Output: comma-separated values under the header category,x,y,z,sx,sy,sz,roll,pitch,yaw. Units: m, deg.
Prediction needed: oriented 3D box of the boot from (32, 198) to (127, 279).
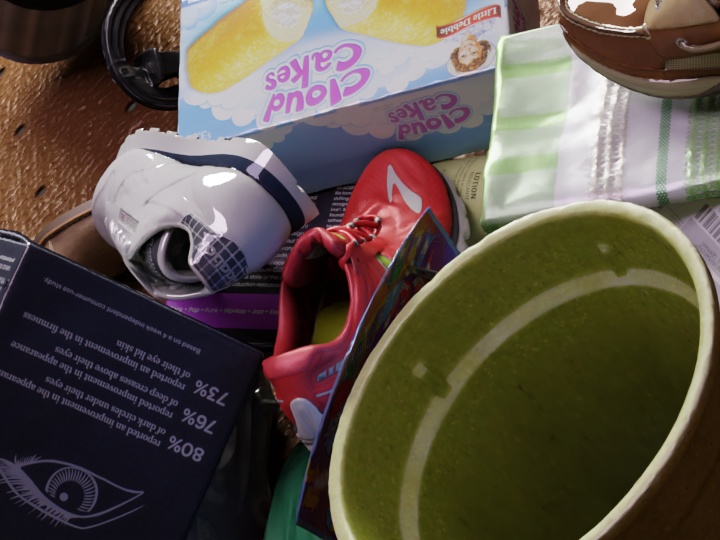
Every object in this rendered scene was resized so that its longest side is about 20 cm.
category,x,y,z,sx,sy,sz,roll,pitch,yaw
boot,-0.187,0.020,1.814,0.200,0.073,0.076,-37,54,26

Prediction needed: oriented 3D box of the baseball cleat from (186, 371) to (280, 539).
category,x,y,z,sx,sy,sz,roll,pitch,yaw
baseball cleat,-0.093,0.128,1.596,0.106,0.070,0.201,-37,25,30

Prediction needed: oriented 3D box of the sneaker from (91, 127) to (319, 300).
category,x,y,z,sx,sy,sz,roll,pitch,yaw
sneaker,-0.105,-0.024,1.543,0.081,0.076,0.200,-52,21,-20

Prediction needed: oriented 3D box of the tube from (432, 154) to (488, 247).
category,x,y,z,sx,sy,sz,roll,pitch,yaw
tube,0.119,-0.042,1.524,0.199,0.058,0.052,-2,20,42

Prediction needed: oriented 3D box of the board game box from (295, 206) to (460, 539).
category,x,y,z,sx,sy,sz,roll,pitch,yaw
board game box,0.028,0.062,1.366,0.039,0.200,0.159,22,83,14

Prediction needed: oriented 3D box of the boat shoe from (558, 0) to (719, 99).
category,x,y,z,sx,sy,sz,roll,pitch,yaw
boat shoe,0.182,-0.128,1.375,0.199,0.074,0.076,12,53,38

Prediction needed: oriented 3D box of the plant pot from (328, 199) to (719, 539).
category,x,y,z,sx,sy,sz,roll,pitch,yaw
plant pot,0.118,0.103,1.254,0.200,0.184,0.201,-27,41,26

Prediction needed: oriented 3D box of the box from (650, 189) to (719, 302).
category,x,y,z,sx,sy,sz,roll,pitch,yaw
box,0.120,0.036,1.421,0.200,0.041,0.156,-50,38,10

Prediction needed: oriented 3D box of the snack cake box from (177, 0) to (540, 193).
category,x,y,z,sx,sy,sz,roll,pitch,yaw
snack cake box,0.000,-0.116,1.596,0.199,0.067,0.116,-14,52,17

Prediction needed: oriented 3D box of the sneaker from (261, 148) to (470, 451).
category,x,y,z,sx,sy,sz,roll,pitch,yaw
sneaker,0.000,0.000,1.495,0.077,0.085,0.201,-13,40,30

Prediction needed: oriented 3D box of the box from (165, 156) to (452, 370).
category,x,y,z,sx,sy,sz,roll,pitch,yaw
box,-0.024,-0.037,1.621,0.142,0.036,0.201,1,62,26

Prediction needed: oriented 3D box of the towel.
category,x,y,z,sx,sy,sz,roll,pitch,yaw
towel,0.158,-0.090,1.423,0.199,0.031,0.150,-11,40,18

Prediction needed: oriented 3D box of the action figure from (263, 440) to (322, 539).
category,x,y,z,sx,sy,sz,roll,pitch,yaw
action figure,-0.011,0.132,1.496,0.118,0.055,0.201,-31,31,28

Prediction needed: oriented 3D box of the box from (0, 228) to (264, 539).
category,x,y,z,sx,sy,sz,roll,pitch,yaw
box,-0.164,0.100,1.496,0.201,0.147,0.104,-65,21,-5

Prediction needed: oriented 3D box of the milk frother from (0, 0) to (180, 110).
category,x,y,z,sx,sy,sz,roll,pitch,yaw
milk frother,-0.186,-0.185,1.953,0.188,0.179,0.202,125,142,-74
